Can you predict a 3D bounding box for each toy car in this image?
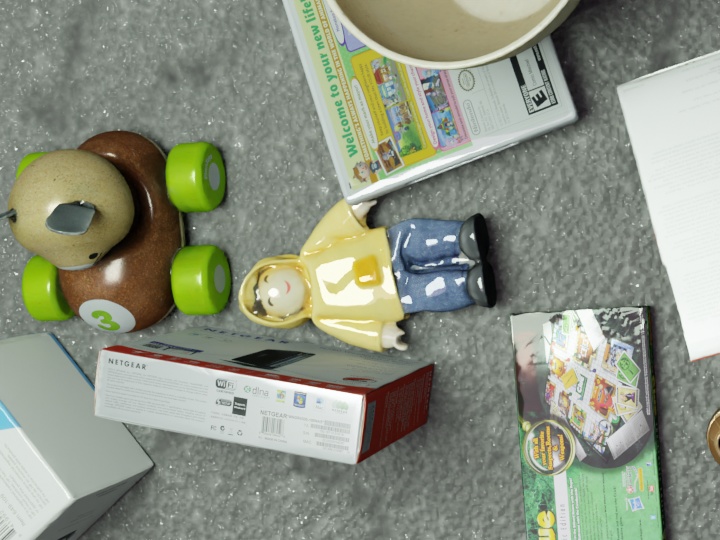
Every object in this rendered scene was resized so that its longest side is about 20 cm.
[{"bbox_3d":[-0.211,-0.027,1.140,0.162,0.200,0.160,-2,92,18],"label":"toy car"}]

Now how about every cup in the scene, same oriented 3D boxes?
[{"bbox_3d":[0.081,-0.227,1.026,0.198,0.143,0.203,0,89,22],"label":"cup"}]

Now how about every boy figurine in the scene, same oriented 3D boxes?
[{"bbox_3d":[0.000,0.000,1.146,0.198,0.064,0.126,-6,92,14],"label":"boy figurine"}]

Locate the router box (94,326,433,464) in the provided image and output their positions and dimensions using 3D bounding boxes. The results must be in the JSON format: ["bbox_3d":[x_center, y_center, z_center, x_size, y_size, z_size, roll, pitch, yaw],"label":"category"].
[{"bbox_3d":[-0.065,0.086,1.111,0.198,0.179,0.049,8,96,17],"label":"router box"}]

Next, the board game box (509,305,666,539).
[{"bbox_3d":[0.168,0.129,1.120,0.104,0.023,0.203,-3,91,16],"label":"board game box"}]

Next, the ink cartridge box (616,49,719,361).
[{"bbox_3d":[0.254,-0.046,1.046,0.108,0.050,0.202,-17,76,19],"label":"ink cartridge box"}]

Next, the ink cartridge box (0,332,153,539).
[{"bbox_3d":[-0.301,0.174,1.209,0.200,0.146,0.147,-43,81,15],"label":"ink cartridge box"}]

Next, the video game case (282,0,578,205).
[{"bbox_3d":[0.044,-0.172,1.122,0.180,0.022,0.202,-20,80,11],"label":"video game case"}]

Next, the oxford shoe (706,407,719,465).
[{"bbox_3d":[0.329,0.155,1.045,0.198,0.071,0.072,22,98,14],"label":"oxford shoe"}]
